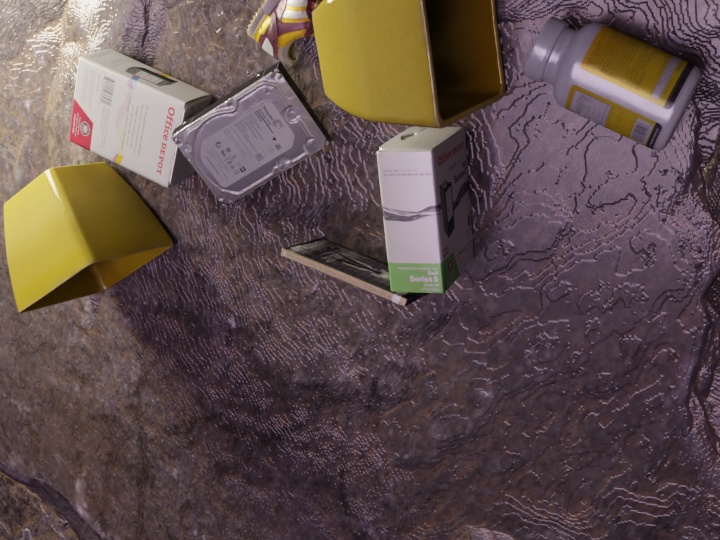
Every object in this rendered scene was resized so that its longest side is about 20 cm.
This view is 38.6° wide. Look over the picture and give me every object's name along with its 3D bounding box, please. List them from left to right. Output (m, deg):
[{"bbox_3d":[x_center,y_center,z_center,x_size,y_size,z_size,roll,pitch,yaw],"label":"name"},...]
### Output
[{"bbox_3d":[-0.465,-0.066,1.687,0.199,0.199,0.178,-28,85,31],"label":"plant pot"},{"bbox_3d":[-0.348,-0.240,1.615,0.199,0.086,0.149,25,118,13],"label":"ink cartridge box"},{"bbox_3d":[-0.162,-0.198,1.524,0.199,0.038,0.140,-28,115,16],"label":"hard drive"},{"bbox_3d":[-0.076,-0.382,1.443,0.090,0.075,0.200,39,128,-2],"label":"sneaker"},{"bbox_3d":[0.000,0.000,1.505,0.198,0.149,0.016,22,104,16],"label":"dvd case"},{"bbox_3d":[0.051,-0.300,1.346,0.198,0.194,0.198,4,112,34],"label":"plant pot"},{"bbox_3d":[0.093,-0.087,1.427,0.083,0.145,0.202,2,111,23],"label":"ink cartridge box"},{"bbox_3d":[0.311,-0.239,1.283,0.199,0.112,0.113,28,119,13],"label":"pill bottle"}]
